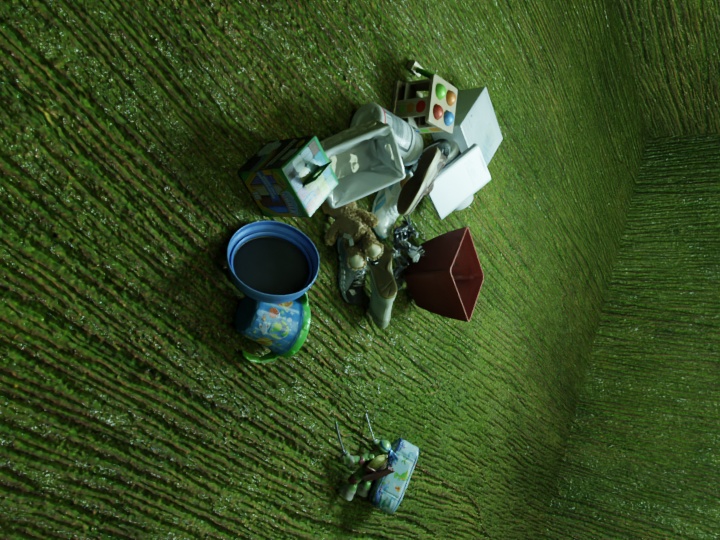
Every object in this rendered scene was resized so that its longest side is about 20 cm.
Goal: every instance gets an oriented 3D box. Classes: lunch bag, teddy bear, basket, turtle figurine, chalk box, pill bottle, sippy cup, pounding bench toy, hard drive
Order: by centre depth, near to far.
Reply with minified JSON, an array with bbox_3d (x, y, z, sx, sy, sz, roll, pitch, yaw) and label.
[{"bbox_3d":[-0.137,-0.198,1.147,0.125,0.197,0.125,-51,129,-30],"label":"chalk box"},{"bbox_3d":[-0.198,0.108,1.181,0.129,0.138,0.182,23,66,-36],"label":"sippy cup"},{"bbox_3d":[-0.012,-0.259,1.278,0.196,0.124,0.138,-22,118,-3],"label":"basket"},{"bbox_3d":[-0.019,-0.100,1.341,0.146,0.200,0.067,-50,161,14],"label":"teddy bear"},{"bbox_3d":[0.074,-0.355,1.431,0.198,0.112,0.117,13,85,-49],"label":"pill bottle"},{"bbox_3d":[0.000,0.520,1.498,0.197,0.197,0.144,-65,170,14],"label":"turtle figurine"},{"bbox_3d":[0.189,-0.497,1.511,0.123,0.154,0.205,7,90,-48],"label":"pounding bench toy"},{"bbox_3d":[0.095,0.598,1.569,0.161,0.081,0.203,98,17,-70],"label":"lunch bag"},{"bbox_3d":[0.290,-0.264,1.607,0.199,0.025,0.133,-38,126,-4],"label":"hard drive"},{"bbox_3d":[0.279,-0.292,1.674,0.115,0.113,0.201,-54,131,-28],"label":"pill bottle"}]

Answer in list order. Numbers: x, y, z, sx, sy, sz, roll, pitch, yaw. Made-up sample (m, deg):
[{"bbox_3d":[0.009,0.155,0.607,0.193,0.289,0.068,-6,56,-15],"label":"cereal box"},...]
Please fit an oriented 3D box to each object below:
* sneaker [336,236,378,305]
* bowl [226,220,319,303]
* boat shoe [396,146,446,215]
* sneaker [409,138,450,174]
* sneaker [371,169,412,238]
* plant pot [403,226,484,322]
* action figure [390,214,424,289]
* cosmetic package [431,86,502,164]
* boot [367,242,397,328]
[{"bbox_3d":[0.000,0.000,1.394,0.074,0.114,0.205,-24,112,-43],"label":"sneaker"},{"bbox_3d":[-0.186,-0.018,1.143,0.200,0.200,0.040,-38,163,-38],"label":"bowl"},{"bbox_3d":[0.170,-0.230,1.449,0.071,0.072,0.203,30,86,-37],"label":"boat shoe"},{"bbox_3d":[0.192,-0.324,1.535,0.073,0.200,0.081,25,63,-16],"label":"sneaker"},{"bbox_3d":[0.089,-0.188,1.497,0.076,0.080,0.205,21,81,-49],"label":"sneaker"},{"bbox_3d":[0.243,0.013,1.612,0.201,0.173,0.202,-60,136,-41],"label":"plant pot"},{"bbox_3d":[0.128,-0.056,1.509,0.119,0.100,0.204,-34,140,-61],"label":"action figure"},{"bbox_3d":[0.343,-0.437,1.723,0.202,0.121,0.201,-57,133,-28],"label":"cosmetic package"},{"bbox_3d":[0.052,0.039,1.481,0.156,0.070,0.203,96,-13,-49],"label":"boot"}]
